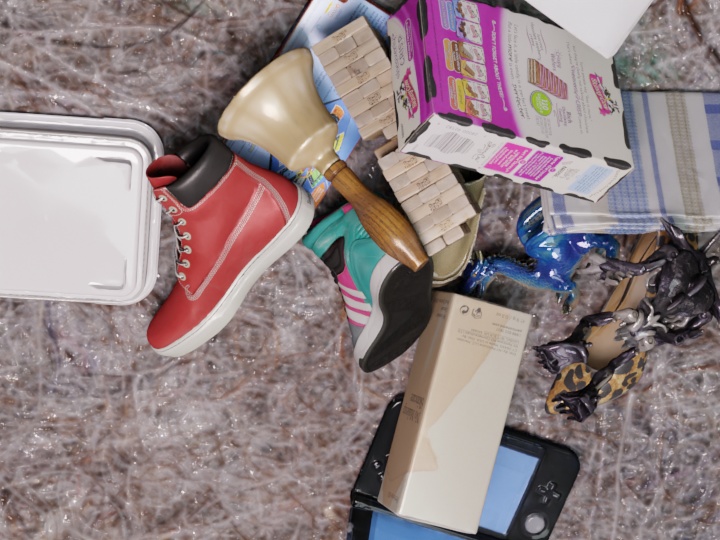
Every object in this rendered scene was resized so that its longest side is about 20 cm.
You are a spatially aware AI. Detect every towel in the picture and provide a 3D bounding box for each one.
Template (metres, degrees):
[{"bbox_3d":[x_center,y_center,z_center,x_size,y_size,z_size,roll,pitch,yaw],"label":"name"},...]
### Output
[{"bbox_3d":[0.249,-0.093,1.642,0.198,0.148,0.024,-1,149,-6],"label":"towel"}]

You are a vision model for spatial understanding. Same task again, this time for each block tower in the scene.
[{"bbox_3d":[0.034,-0.113,1.589,0.054,0.058,0.201,-30,88,10],"label":"block tower"}]

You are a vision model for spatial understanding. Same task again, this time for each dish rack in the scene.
[{"bbox_3d":[-0.274,-0.048,1.645,0.198,0.044,0.173,4,111,-6],"label":"dish rack"}]

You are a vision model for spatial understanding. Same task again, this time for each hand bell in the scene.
[{"bbox_3d":[-0.017,-0.076,1.562,0.104,0.104,0.200,-43,79,11],"label":"hand bell"}]

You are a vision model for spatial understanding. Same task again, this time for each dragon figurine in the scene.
[{"bbox_3d":[0.177,-0.031,1.687,0.099,0.059,0.200,40,103,-18],"label":"dragon figurine"}]

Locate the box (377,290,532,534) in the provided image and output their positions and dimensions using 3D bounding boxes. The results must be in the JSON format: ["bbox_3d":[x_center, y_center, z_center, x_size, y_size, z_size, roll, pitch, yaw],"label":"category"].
[{"bbox_3d":[0.083,0.125,1.685,0.077,0.095,0.202,15,87,-11],"label":"box"}]

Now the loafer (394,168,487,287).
[{"bbox_3d":[0.073,-0.076,1.655,0.075,0.068,0.202,2,110,-6],"label":"loafer"}]

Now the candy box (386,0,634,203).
[{"bbox_3d":[0.124,-0.146,1.571,0.198,0.137,0.061,13,145,-26],"label":"candy box"}]

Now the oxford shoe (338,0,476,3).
[{"bbox_3d":[0.009,-0.256,1.581,0.198,0.070,0.075,21,101,-2],"label":"oxford shoe"}]

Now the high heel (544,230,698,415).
[{"bbox_3d":[0.223,0.036,1.683,0.200,0.071,0.143,-40,140,-4],"label":"high heel"}]

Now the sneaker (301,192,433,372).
[{"bbox_3d":[0.000,0.000,1.667,0.083,0.121,0.201,-27,155,-21],"label":"sneaker"}]

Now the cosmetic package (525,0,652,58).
[{"bbox_3d":[0.138,-0.293,1.511,0.199,0.200,0.123,33,102,-16],"label":"cosmetic package"}]

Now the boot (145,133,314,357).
[{"bbox_3d":[-0.154,-0.024,1.626,0.144,0.073,0.200,29,112,-34],"label":"boot"}]

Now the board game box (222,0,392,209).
[{"bbox_3d":[-0.039,-0.147,1.644,0.102,0.019,0.201,30,104,-13],"label":"board game box"}]

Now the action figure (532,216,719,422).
[{"bbox_3d":[0.232,0.032,1.602,0.200,0.102,0.119,-38,113,-19],"label":"action figure"}]

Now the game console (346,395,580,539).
[{"bbox_3d":[0.095,0.236,1.746,0.198,0.118,0.172,18,108,-12],"label":"game console"}]
